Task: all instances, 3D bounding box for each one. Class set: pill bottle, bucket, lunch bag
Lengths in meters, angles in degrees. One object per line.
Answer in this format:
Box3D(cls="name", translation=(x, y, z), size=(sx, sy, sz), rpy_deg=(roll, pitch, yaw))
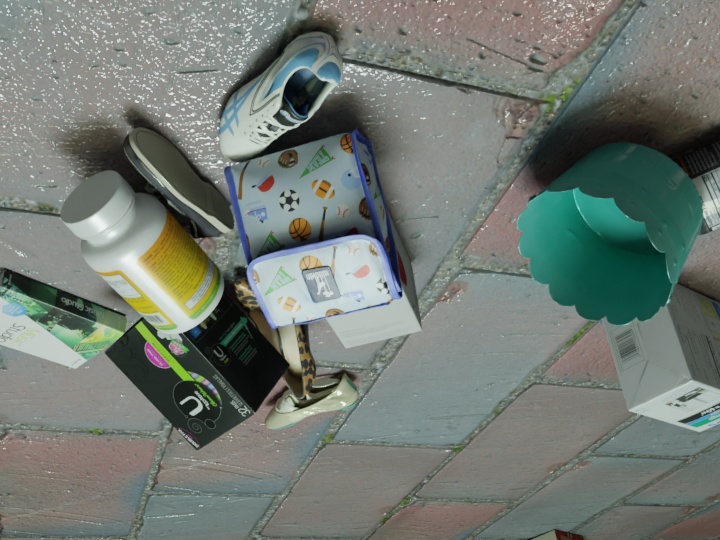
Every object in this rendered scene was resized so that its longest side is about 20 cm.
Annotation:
Box3D(cls="pill bottle", translation=(0.465, -0.113, 0.998), size=(0.200, 0.106, 0.106), rpy_deg=(-24, 141, 24))
Box3D(cls="pill bottle", translation=(-0.261, -0.022, 0.936), size=(0.111, 0.111, 0.200), rpy_deg=(-19, 134, 16))
Box3D(cls="bucket", translation=(0.312, -0.049, 0.967), size=(0.207, 0.135, 0.208), rpy_deg=(31, 145, 25))
Box3D(cls="lunch bag", translation=(-0.050, -0.043, 0.910), size=(0.169, 0.201, 0.124), rpy_deg=(-13, 179, 13))

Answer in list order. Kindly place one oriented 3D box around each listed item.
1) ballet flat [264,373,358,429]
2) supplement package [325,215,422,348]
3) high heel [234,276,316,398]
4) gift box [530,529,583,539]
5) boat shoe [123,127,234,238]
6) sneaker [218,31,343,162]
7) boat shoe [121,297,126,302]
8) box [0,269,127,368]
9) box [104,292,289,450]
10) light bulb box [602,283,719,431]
Box3D(cls="ballet flat", translation=(-0.102, 0.239, 1.448), size=(0.199, 0.070, 0.069), rpy_deg=(-20, 143, 15))
Box3D(cls="supplement package", translation=(0.000, 0.000, 1.066), size=(0.119, 0.122, 0.200), rpy_deg=(-14, 145, 11))
Box3D(cls="high heel", translation=(-0.126, 0.100, 1.167), size=(0.071, 0.143, 0.200), rpy_deg=(-21, 143, 19))
Box3D(cls="gift box", translation=(0.614, 0.944, 2.448), size=(0.200, 0.185, 0.187), rpy_deg=(30, 130, -32))
Box3D(cls="boat shoe", translation=(-0.228, -0.095, 0.938), size=(0.063, 0.073, 0.200), rpy_deg=(-21, 147, 15))
Box3D(cls="sneaker", translation=(-0.094, -0.176, 0.847), size=(0.072, 0.073, 0.200), rpy_deg=(20, 138, -35))
Box3D(cls="boat shoe", translation=(-0.301, -0.025, 1.033), size=(0.074, 0.062, 0.200), rpy_deg=(3, 142, -11))
Box3D(cls="box", translation=(-0.479, 0.080, 1.173), size=(0.144, 0.036, 0.200), rpy_deg=(-32, 139, 32))
Box3D(cls="box", translation=(-0.235, 0.129, 1.131), size=(0.148, 0.124, 0.200), rpy_deg=(-36, 100, 33))
Box3D(cls="light bulb box", translation=(0.528, 0.140, 1.285), size=(0.200, 0.199, 0.125), rpy_deg=(20, 139, -31))
